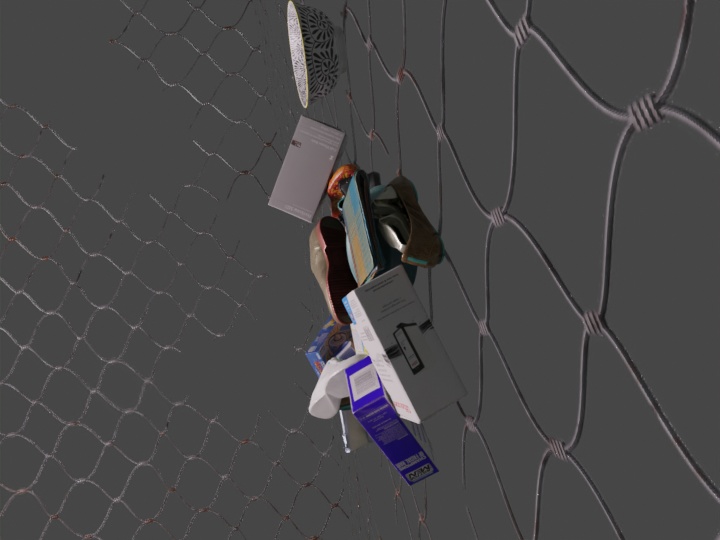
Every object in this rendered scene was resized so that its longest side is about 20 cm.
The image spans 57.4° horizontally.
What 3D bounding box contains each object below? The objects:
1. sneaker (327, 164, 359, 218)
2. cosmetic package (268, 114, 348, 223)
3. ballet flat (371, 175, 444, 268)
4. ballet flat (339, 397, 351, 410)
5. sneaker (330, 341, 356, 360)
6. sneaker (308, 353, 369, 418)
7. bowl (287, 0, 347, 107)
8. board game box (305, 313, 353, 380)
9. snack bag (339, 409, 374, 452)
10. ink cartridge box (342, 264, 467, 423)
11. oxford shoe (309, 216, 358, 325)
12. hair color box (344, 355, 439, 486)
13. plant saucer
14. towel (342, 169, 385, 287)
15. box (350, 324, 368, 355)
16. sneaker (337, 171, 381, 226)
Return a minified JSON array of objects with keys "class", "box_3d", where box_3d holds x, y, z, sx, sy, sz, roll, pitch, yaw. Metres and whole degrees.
[{"class":"sneaker","box_3d":[-0.039,-0.180,1.399,0.200,0.072,0.078,116,153,-69]},{"class":"cosmetic package","box_3d":[-0.109,-0.210,1.384,0.090,0.106,0.202,-46,-24,-87]},{"class":"ballet flat","box_3d":[0.056,-0.074,0.938,0.201,0.072,0.068,-109,24,-45]},{"class":"ballet flat","box_3d":[0.029,0.216,1.218,0.199,0.070,0.066,-19,74,39]},{"class":"sneaker","box_3d":[0.015,0.223,1.334,0.200,0.080,0.115,49,-171,-14]},{"class":"sneaker","box_3d":[-0.038,0.189,1.204,0.200,0.075,0.089,-48,27,41]},{"class":"bowl","box_3d":[-0.080,-0.429,1.296,0.201,0.093,0.203,170,90,-80]},{"class":"board game box","box_3d":[-0.034,0.164,1.375,0.136,0.034,0.200,64,-148,-22]},{"class":"snack bag","box_3d":[0.003,0.285,1.440,0.200,0.021,0.191,7,-110,-63]},{"class":"ink cartridge box","box_3d":[0.058,0.107,0.951,0.201,0.084,0.146,63,169,2]},{"class":"oxford shoe","box_3d":[-0.049,0.008,1.183,0.075,0.070,0.202,-36,57,50]},{"class":"hair color box","box_3d":[0.052,0.248,1.086,0.201,0.064,0.110,55,-170,-29]},{"class":"plant saucer","box_3d":[0.025,-0.038,1.082,0.199,0.036,0.202,19,112,58]},{"class":"towel","box_3d":[0.002,-0.056,0.999,0.200,0.021,0.148,123,136,-78]},{"class":"box","box_3d":[0.050,0.120,1.129,0.200,0.048,0.119,-1,102,64]},{"class":"sneaker","box_3d":[-0.003,-0.106,1.218,0.201,0.078,0.076,92,174,-50]}]
